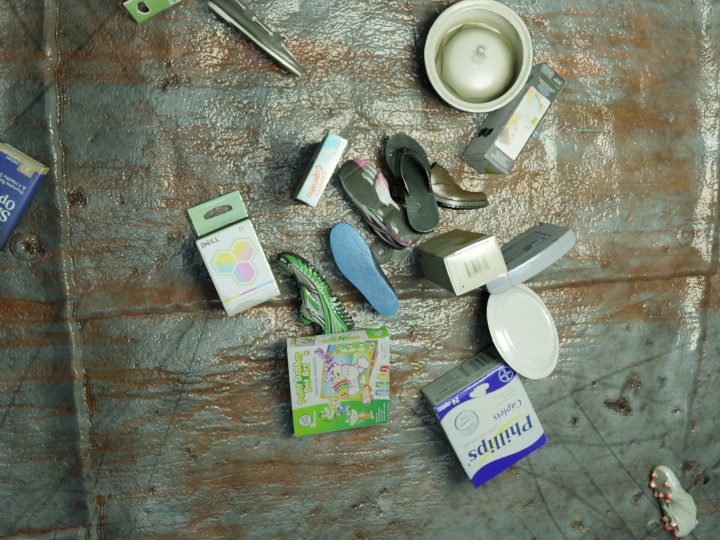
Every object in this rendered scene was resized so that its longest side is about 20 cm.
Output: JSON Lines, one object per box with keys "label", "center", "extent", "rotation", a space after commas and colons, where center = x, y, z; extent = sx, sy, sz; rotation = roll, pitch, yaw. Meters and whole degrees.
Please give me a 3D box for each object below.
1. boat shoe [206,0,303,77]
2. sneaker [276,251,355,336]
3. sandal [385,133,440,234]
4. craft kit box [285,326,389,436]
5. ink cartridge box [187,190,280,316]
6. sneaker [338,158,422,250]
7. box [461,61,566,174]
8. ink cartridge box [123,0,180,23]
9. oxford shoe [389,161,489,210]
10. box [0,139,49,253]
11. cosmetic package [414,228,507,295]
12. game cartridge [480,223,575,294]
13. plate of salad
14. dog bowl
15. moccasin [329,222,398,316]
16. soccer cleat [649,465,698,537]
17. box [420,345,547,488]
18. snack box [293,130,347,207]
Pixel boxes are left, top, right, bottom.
{"label": "boat shoe", "center": [-0.173, -0.422, 0.999], "extent": [0.199, 0.067, 0.057], "rotation": [36, 95, -10]}
{"label": "sneaker", "center": [-0.095, 0.050, 1.077], "extent": [0.085, 0.078, 0.201], "rotation": [-36, 103, -3]}
{"label": "sandal", "center": [0.100, -0.167, 1.037], "extent": [0.074, 0.048, 0.204], "rotation": [-16, 73, -4]}
{"label": "craft kit box", "center": [-0.041, 0.215, 1.105], "extent": [0.193, 0.049, 0.204], "rotation": [-5, 114, -7]}
{"label": "ink cartridge box", "center": [-0.230, -0.032, 1.040], "extent": [0.102, 0.059, 0.203], "rotation": [-22, 102, -7]}
{"label": "sneaker", "center": [0.025, -0.113, 1.078], "extent": [0.080, 0.086, 0.201], "rotation": [-34, 81, -25]}
{"label": "box", "center": [0.285, -0.281, 1.081], "extent": [0.060, 0.117, 0.202], "rotation": [33, 90, -15]}
{"label": "ink cartridge box", "center": [-0.305, -0.495, 0.944], "extent": [0.198, 0.104, 0.060], "rotation": [-30, 102, -4]}
{"label": "oxford shoe", "center": [0.159, -0.163, 1.097], "extent": [0.196, 0.073, 0.086], "rotation": [11, 92, -13]}
{"label": "box", "center": [-0.639, -0.120, 0.976], "extent": [0.120, 0.032, 0.202], "rotation": [30, 93, -13]}
{"label": "cosmetic package", "center": [0.178, -0.021, 1.054], "extent": [0.104, 0.200, 0.072], "rotation": [-24, 101, -7]}
{"label": "game cartridge", "center": [0.311, -0.023, 1.113], "extent": [0.198, 0.133, 0.041], "rotation": [-31, 102, -4]}
{"label": "plate of salad", "center": [0.321, 0.119, 1.146], "extent": [0.197, 0.048, 0.204], "rotation": [16, 59, -29]}
{"label": "dog bowl", "center": [0.212, -0.385, 1.056], "extent": [0.196, 0.074, 0.205], "rotation": [0, 91, 2]}
{"label": "moccasin", "center": [0.000, 0.000, 1.095], "extent": [0.080, 0.068, 0.202], "rotation": [-29, 101, 3]}
{"label": "soccer cleat", "center": [0.718, 0.517, 1.306], "extent": [0.077, 0.069, 0.203], "rotation": [-27, 109, -11]}
{"label": "box", "center": [0.251, 0.294, 1.163], "extent": [0.182, 0.105, 0.202], "rotation": [-30, 103, -4]}
{"label": "snack box", "center": [-0.073, -0.170, 0.985], "extent": [0.037, 0.200, 0.118], "rotation": [26, 93, -11]}
